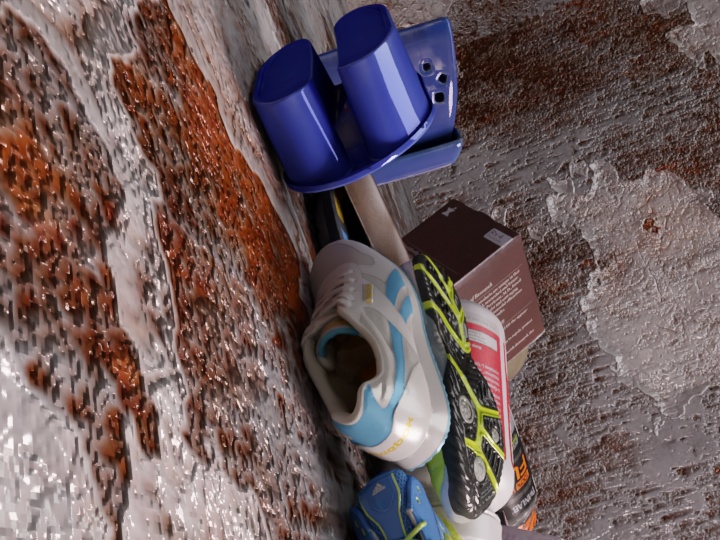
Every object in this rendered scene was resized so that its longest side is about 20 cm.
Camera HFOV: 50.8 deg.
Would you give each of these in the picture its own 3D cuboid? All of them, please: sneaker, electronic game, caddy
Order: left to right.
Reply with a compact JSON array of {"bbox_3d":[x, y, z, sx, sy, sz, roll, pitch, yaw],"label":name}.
[{"bbox_3d":[-0.012,-0.139,0.645,0.106,0.139,0.202,60,12,-28],"label":"caddy"},{"bbox_3d":[-0.002,0.040,0.535,0.080,0.077,0.202,32,22,-37],"label":"sneaker"},{"bbox_3d":[0.000,0.000,0.763,0.200,0.041,0.205,-20,91,-83],"label":"electronic game"},{"bbox_3d":[0.026,0.189,0.450,0.106,0.075,0.200,58,3,-10],"label":"sneaker"},{"bbox_3d":[0.052,0.091,0.577,0.075,0.075,0.204,29,41,-45],"label":"sneaker"}]

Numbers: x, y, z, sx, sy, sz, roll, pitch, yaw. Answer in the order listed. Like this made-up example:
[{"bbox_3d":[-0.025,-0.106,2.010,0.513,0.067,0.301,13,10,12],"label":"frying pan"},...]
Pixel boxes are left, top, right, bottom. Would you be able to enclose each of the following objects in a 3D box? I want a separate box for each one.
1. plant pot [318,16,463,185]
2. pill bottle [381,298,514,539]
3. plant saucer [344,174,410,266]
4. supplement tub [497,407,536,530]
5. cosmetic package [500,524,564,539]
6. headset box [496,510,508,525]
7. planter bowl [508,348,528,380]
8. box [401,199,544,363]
[{"bbox_3d":[0.039,-0.222,1.023,0.201,0.195,0.184,-85,160,-73],"label":"plant pot"},{"bbox_3d":[0.073,0.136,0.643,0.113,0.109,0.204,61,26,-49],"label":"pill bottle"},{"bbox_3d":[0.009,-0.072,0.795,0.204,0.032,0.200,64,3,-6],"label":"plant saucer"},{"bbox_3d":[0.183,0.286,1.101,0.123,0.120,0.204,-86,155,-71],"label":"supplement tub"},{"bbox_3d":[0.172,0.342,0.718,0.103,0.073,0.202,-57,133,-36],"label":"cosmetic package"},{"bbox_3d":[0.165,0.397,0.881,0.149,0.073,0.205,-75,146,-75],"label":"headset box"},{"bbox_3d":[0.197,0.134,1.410,0.133,0.197,0.205,-12,82,-54],"label":"planter bowl"},{"bbox_3d":[0.159,0.037,1.172,0.165,0.163,0.203,36,-23,51],"label":"box"}]
